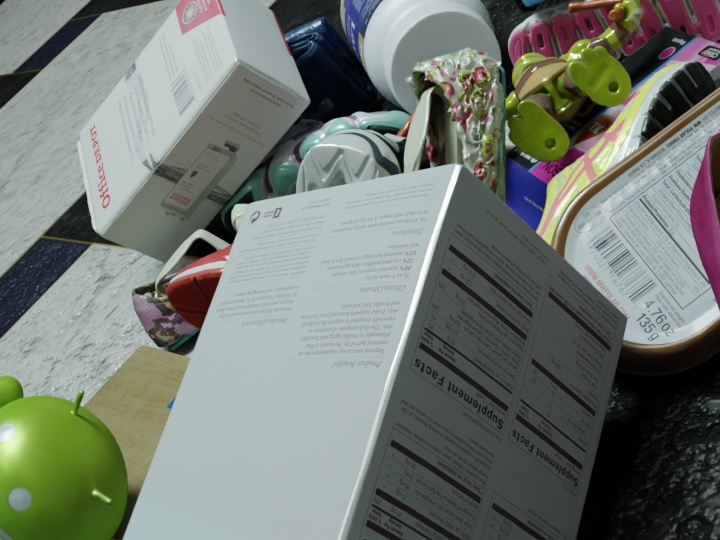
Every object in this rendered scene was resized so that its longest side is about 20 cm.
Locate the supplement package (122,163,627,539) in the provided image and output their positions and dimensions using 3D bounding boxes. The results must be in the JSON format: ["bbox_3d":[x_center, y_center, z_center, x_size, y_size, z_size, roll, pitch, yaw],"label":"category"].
[{"bbox_3d":[0.010,0.082,0.624,0.151,0.150,0.202,-7,56,45],"label":"supplement package"}]

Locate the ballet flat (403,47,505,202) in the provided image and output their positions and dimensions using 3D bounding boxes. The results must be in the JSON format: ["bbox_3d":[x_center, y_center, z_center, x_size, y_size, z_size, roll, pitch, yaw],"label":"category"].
[{"bbox_3d":[0.056,-0.038,0.790,0.075,0.063,0.203,156,113,-64],"label":"ballet flat"}]

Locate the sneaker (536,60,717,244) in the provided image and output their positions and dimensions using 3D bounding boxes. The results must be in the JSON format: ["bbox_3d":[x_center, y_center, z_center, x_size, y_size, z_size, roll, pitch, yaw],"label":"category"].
[{"bbox_3d":[0.156,-0.055,0.796,0.090,0.078,0.201,0,46,53],"label":"sneaker"}]

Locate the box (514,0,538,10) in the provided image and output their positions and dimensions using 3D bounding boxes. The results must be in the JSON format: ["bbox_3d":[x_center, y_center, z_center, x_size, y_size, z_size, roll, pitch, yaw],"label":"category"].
[{"bbox_3d":[0.234,-0.293,1.114,0.137,0.038,0.199,-50,29,-23],"label":"box"}]

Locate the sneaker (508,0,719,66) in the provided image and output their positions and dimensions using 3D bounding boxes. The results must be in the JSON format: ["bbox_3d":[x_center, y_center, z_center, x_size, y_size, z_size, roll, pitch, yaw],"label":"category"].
[{"bbox_3d":[0.207,-0.204,0.969,0.198,0.074,0.088,-15,32,36],"label":"sneaker"}]

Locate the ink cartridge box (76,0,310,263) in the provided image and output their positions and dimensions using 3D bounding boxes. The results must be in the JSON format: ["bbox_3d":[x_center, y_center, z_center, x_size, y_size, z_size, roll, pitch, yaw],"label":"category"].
[{"bbox_3d":[-0.147,-0.129,1.096,0.200,0.082,0.147,-47,41,23],"label":"ink cartridge box"}]

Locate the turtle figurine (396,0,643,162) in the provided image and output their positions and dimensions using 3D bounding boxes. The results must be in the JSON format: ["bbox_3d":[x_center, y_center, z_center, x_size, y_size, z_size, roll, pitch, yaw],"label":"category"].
[{"bbox_3d":[0.120,-0.117,0.872,0.198,0.065,0.162,-27,17,7],"label":"turtle figurine"}]

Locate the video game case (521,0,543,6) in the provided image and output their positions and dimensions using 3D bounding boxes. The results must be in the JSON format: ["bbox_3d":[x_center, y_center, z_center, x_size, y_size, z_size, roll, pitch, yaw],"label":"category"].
[{"bbox_3d":[0.181,-0.264,1.020,0.142,0.018,0.200,-23,22,8],"label":"video game case"}]

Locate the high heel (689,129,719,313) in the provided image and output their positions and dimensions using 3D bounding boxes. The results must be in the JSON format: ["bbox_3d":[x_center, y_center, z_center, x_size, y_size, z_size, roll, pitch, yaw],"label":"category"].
[{"bbox_3d":[0.194,0.030,0.562,0.067,0.096,0.202,-19,46,16],"label":"high heel"}]

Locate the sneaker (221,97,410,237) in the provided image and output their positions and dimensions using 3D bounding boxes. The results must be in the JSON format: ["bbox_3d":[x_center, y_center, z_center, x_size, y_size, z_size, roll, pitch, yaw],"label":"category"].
[{"bbox_3d":[-0.028,-0.111,1.103,0.198,0.078,0.141,-22,31,27],"label":"sneaker"}]

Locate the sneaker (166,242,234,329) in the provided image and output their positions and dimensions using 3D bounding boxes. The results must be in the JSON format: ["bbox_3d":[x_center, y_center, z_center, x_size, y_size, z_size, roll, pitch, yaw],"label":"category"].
[{"bbox_3d":[-0.048,-0.018,0.982,0.197,0.079,0.116,-8,43,24],"label":"sneaker"}]

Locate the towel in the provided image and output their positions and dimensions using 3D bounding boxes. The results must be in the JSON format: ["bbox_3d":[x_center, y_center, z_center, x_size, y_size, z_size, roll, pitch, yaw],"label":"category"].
[{"bbox_3d":[-0.089,-0.148,1.200,0.198,0.112,0.049,-26,43,23],"label":"towel"}]

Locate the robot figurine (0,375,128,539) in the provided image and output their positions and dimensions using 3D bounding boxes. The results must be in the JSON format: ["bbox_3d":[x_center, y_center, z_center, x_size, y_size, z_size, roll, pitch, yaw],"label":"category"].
[{"bbox_3d":[-0.237,0.161,0.869,0.199,0.115,0.177,-35,67,30],"label":"robot figurine"}]

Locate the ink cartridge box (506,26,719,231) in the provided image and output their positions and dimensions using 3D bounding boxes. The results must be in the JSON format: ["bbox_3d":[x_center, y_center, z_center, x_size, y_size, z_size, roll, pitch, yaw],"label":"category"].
[{"bbox_3d":[0.165,-0.088,0.886,0.199,0.037,0.095,-41,27,-1],"label":"ink cartridge box"}]

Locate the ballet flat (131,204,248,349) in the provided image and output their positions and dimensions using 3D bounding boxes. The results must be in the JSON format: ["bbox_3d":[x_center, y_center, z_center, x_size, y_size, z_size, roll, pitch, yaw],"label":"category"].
[{"bbox_3d":[-0.102,-0.010,1.042,0.199,0.071,0.069,-31,24,12],"label":"ballet flat"}]

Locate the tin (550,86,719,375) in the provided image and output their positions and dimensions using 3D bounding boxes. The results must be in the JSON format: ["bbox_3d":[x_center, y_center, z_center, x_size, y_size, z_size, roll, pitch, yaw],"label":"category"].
[{"bbox_3d":[0.191,-0.028,0.688,0.199,0.042,0.112,-37,71,2],"label":"tin"}]

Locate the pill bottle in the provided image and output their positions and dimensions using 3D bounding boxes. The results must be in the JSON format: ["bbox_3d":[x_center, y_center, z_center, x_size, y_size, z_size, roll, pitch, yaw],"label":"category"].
[{"bbox_3d":[0.052,-0.204,1.110,0.115,0.116,0.200,-34,26,6],"label":"pill bottle"}]

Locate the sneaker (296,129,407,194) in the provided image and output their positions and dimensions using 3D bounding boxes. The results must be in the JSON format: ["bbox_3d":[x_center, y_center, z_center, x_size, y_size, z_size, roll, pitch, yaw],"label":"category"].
[{"bbox_3d":[0.000,0.000,0.850,0.079,0.202,0.129,11,19,22],"label":"sneaker"}]

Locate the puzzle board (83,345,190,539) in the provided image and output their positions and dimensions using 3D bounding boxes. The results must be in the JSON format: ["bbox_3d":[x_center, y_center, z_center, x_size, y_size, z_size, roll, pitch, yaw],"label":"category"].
[{"bbox_3d":[-0.168,0.127,0.972,0.151,0.017,0.199,-49,29,-22],"label":"puzzle board"}]
